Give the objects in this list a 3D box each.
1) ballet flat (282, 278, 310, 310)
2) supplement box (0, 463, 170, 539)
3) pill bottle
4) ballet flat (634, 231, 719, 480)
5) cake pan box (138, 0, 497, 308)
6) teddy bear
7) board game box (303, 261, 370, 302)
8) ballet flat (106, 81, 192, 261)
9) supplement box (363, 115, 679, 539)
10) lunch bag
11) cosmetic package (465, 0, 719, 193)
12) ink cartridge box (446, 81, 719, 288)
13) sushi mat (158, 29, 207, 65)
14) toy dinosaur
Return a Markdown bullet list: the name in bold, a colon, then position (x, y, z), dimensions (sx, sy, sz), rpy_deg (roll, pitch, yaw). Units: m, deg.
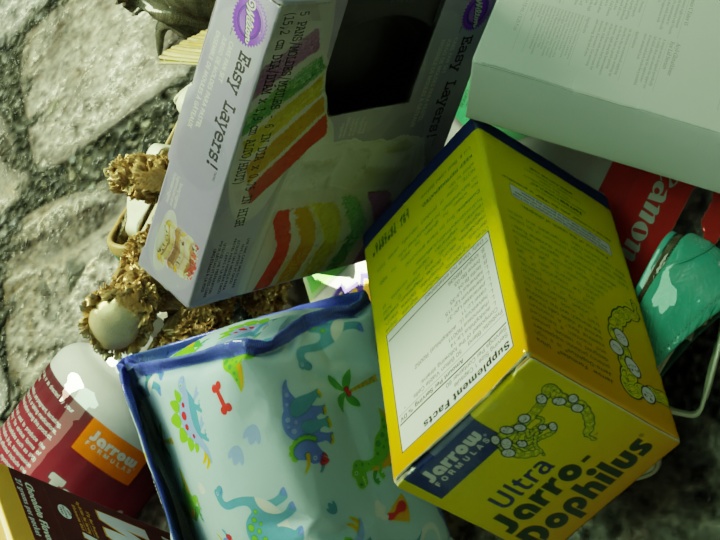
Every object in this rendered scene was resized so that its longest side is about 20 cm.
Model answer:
- **ballet flat**: position (0.000, 0.000, 1.169), dimensions (0.199, 0.046, 0.068), rpy_deg (-3, 93, 42)
- **supplement box**: position (-0.212, 0.253, 1.094), dimensions (0.197, 0.200, 0.133), rpy_deg (-42, 49, 13)
- **pill bottle**: position (-0.190, 0.125, 1.200), dimensions (0.201, 0.113, 0.113), rpy_deg (-53, 48, 4)
- **ballet flat**: position (0.154, 0.076, 0.993), dimensions (0.070, 0.067, 0.201), rpy_deg (35, 102, 18)
- **cake pan box**: position (-0.019, -0.087, 0.977), dimensions (0.052, 0.183, 0.201), rpy_deg (39, 124, 29)
- **teddy bear**: position (-0.105, -0.018, 1.147), dimensions (0.067, 0.144, 0.202), rpy_deg (161, 122, -77)
- **board game box**: position (0.025, 0.049, 1.081), dimensions (0.095, 0.030, 0.202), rpy_deg (-28, 65, 25)
- **ballet flat**: position (-0.111, -0.086, 1.203), dimensions (0.068, 0.063, 0.201), rpy_deg (20, 83, 42)
- **supplement box**: position (0.081, 0.033, 0.953), dimensions (0.109, 0.109, 0.201), rpy_deg (-46, 30, 29)
- **lunch bag**: position (-0.065, 0.118, 1.036), dimensions (0.199, 0.127, 0.172), rpy_deg (-14, 95, 52)
- **cosmetic package**: position (0.159, -0.150, 0.998), dimensions (0.149, 0.052, 0.201), rpy_deg (16, 54, 10)
- **ink cartridge box**: position (0.128, -0.063, 1.051), dimensions (0.200, 0.050, 0.162), rpy_deg (41, 115, 39)
- **sushi mat**: position (-0.068, -0.159, 1.160), dimensions (0.095, 0.012, 0.200), rpy_deg (-31, 17, -16)
- **toy dinosaur**: position (-0.128, -0.209, 1.308), dimensions (0.201, 0.101, 0.077), rpy_deg (110, 176, -48)
